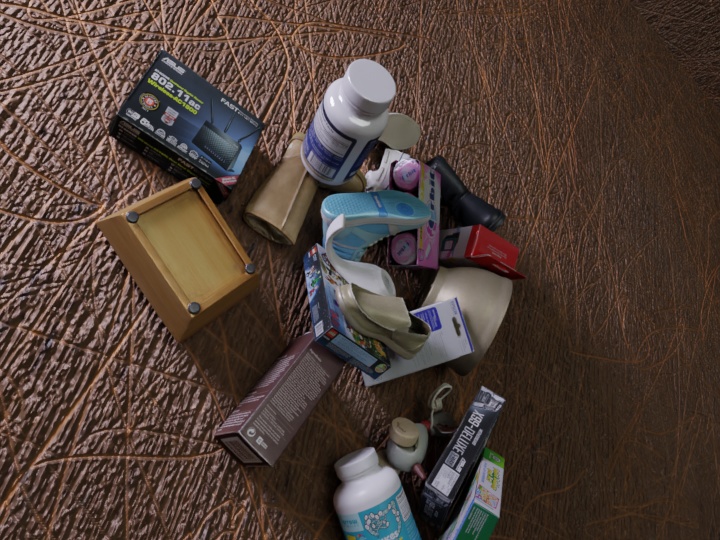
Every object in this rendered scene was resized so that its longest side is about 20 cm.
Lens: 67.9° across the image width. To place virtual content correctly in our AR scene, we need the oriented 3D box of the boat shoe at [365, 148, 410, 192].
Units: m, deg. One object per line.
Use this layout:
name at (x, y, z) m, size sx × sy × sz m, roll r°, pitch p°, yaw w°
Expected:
boat shoe at (0.038, -0.167, 1.064) m, size 0.069 × 0.071 × 0.203 m, roll 22°, pitch 61°, yaw 3°

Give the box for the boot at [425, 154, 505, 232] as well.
boot at (0.201, -0.157, 1.114) m, size 0.076 × 0.200 × 0.168 m, roll -43°, pitch 106°, yaw 3°

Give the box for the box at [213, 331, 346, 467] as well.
box at (-0.113, 0.186, 0.790) m, size 0.075 × 0.100 × 0.201 m, roll 47°, pitch 53°, yaw -13°

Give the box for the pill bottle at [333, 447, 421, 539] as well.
pill bottle at (0.025, 0.382, 0.816) m, size 0.109 × 0.110 × 0.204 m, roll -17°, pitch 84°, yaw -39°

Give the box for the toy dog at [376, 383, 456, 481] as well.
toy dog at (0.115, 0.298, 0.912) m, size 0.198 × 0.134 × 0.096 m, roll -25°, pitch 47°, yaw -34°

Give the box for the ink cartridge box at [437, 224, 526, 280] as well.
ink cartridge box at (0.228, -0.032, 1.058) m, size 0.115 × 0.199 × 0.069 m, roll 25°, pitch 77°, yaw -27°

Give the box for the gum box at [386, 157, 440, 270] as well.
gum box at (0.104, -0.106, 1.026) m, size 0.113 × 0.065 × 0.205 m, roll 9°, pitch 82°, yaw -62°

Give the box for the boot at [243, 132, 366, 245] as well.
boot at (-0.092, -0.125, 0.946) m, size 0.173 × 0.066 × 0.203 m, roll 29°, pitch 57°, yaw -12°

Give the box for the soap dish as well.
soap dish at (-0.251, -0.025, 0.773) m, size 0.157 × 0.081 × 0.202 m, roll -37°, pitch 96°, yaw -39°

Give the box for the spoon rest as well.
spoon rest at (0.000, 0.000, 0.904) m, size 0.201 × 0.060 × 0.100 m, roll 54°, pitch 22°, yaw -29°

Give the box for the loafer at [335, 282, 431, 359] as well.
loafer at (0.039, 0.068, 0.832) m, size 0.199 × 0.068 × 0.076 m, roll 35°, pitch 24°, yaw -38°

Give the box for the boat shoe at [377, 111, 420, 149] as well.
boat shoe at (0.037, -0.293, 1.100) m, size 0.197 × 0.059 × 0.073 m, roll -5°, pitch 116°, yaw -36°

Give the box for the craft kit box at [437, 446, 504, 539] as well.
craft kit box at (0.158, 0.401, 0.820) m, size 0.048 × 0.204 × 0.197 m, roll 25°, pitch 11°, yaw 11°

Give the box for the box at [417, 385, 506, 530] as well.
box at (0.170, 0.320, 0.911) m, size 0.049 × 0.160 × 0.200 m, roll 27°, pitch 55°, yaw 21°

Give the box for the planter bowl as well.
planter bowl at (0.178, 0.075, 1.010) m, size 0.133 × 0.201 × 0.202 m, roll 28°, pitch 55°, yaw 3°

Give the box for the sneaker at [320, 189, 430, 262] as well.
sneaker at (0.021, -0.069, 0.953) m, size 0.195 × 0.132 × 0.081 m, roll 0°, pitch 45°, yaw -13°

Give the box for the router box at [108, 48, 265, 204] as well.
router box at (-0.266, -0.224, 0.845) m, size 0.198 × 0.062 × 0.152 m, roll 33°, pitch 55°, yaw -24°

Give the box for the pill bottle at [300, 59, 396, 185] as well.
pill bottle at (-0.020, -0.240, 0.875) m, size 0.109 × 0.200 × 0.114 m, roll 11°, pitch 61°, yaw -21°

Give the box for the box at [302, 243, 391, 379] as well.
box at (-0.025, 0.062, 0.864) m, size 0.136 × 0.038 × 0.202 m, roll 37°, pitch 23°, yaw -34°

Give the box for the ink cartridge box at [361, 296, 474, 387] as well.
ink cartridge box at (0.088, 0.123, 0.924) m, size 0.039 × 0.196 × 0.102 m, roll 31°, pitch 42°, yaw -78°
